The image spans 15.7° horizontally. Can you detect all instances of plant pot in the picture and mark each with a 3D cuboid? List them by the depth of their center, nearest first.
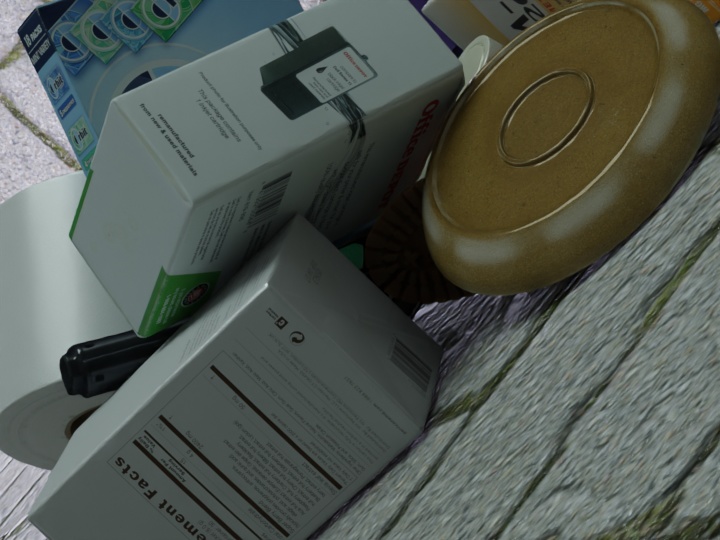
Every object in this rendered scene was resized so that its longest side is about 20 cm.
[{"bbox_3d":[0.106,-0.077,1.410,0.200,0.027,0.201,-30,37,26],"label":"plant pot"}]

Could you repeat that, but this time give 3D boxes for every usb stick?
[{"bbox_3d":[-0.079,0.036,1.544,0.199,0.033,0.055,-14,-5,-14],"label":"usb stick"}]

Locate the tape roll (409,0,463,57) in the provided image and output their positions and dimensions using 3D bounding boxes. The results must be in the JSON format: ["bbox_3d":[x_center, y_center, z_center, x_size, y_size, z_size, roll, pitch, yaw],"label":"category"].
[{"bbox_3d":[0.030,-0.136,1.914,0.200,0.085,0.200,-54,-12,-17],"label":"tape roll"}]

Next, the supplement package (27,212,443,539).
[{"bbox_3d":[-0.067,0.090,1.449,0.200,0.120,0.121,-43,10,20],"label":"supplement package"}]

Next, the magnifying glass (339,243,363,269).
[{"bbox_3d":[-0.011,0.046,1.617,0.200,0.022,0.080,-86,6,-66],"label":"magnifying glass"}]

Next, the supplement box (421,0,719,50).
[{"bbox_3d":[0.145,-0.184,1.650,0.074,0.126,0.200,-54,10,-33],"label":"supplement box"}]

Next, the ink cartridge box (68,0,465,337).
[{"bbox_3d":[-0.053,-0.066,1.485,0.199,0.083,0.147,-27,-21,-31],"label":"ink cartridge box"}]

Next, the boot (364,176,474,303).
[{"bbox_3d":[0.092,-0.055,1.529,0.200,0.075,0.107,-35,9,21],"label":"boot"}]

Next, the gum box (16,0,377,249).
[{"bbox_3d":[-0.090,-0.090,1.591,0.169,0.201,0.045,-23,-7,-29],"label":"gum box"}]

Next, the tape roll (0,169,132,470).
[{"bbox_3d":[-0.141,0.036,1.676,0.203,0.202,0.140,-37,53,50],"label":"tape roll"}]

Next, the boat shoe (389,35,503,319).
[{"bbox_3d":[0.059,-0.044,1.625,0.201,0.059,0.072,-66,19,8],"label":"boat shoe"}]

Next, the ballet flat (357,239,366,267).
[{"bbox_3d":[0.000,0.000,1.729,0.200,0.046,0.068,-41,36,45],"label":"ballet flat"}]
